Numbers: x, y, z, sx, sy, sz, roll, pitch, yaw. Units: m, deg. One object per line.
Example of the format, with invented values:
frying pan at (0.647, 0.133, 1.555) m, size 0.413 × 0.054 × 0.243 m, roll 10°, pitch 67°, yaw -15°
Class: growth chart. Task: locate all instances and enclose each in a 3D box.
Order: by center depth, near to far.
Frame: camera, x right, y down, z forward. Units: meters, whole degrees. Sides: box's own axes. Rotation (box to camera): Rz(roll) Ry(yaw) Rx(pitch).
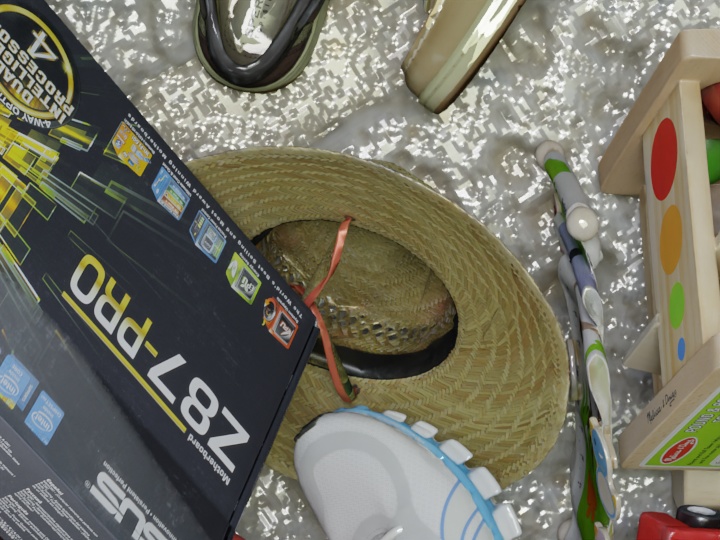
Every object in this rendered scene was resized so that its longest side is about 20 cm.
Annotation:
growth chart at (0.092, 0.054, 0.842) m, size 0.018 × 0.145 × 0.201 m, roll -4°, pitch 101°, yaw 0°

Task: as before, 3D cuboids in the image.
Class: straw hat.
straw hat at (0.000, 0.000, 0.842) m, size 0.201 × 0.085 × 0.201 m, roll 13°, pitch 133°, yaw 15°

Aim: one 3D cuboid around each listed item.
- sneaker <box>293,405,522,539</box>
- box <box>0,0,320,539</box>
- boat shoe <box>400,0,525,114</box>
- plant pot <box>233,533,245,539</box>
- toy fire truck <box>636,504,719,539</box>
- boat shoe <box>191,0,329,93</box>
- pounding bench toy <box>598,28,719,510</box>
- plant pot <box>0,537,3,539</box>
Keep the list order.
sneaker at (0.030, 0.140, 0.792) m, size 0.200 × 0.087 × 0.075 m, roll 52°, pitch 130°, yaw 16°
box at (-0.109, 0.007, 0.722) m, size 0.049 × 0.161 × 0.200 m, roll -23°, pitch 117°, yaw 34°
boat shoe at (0.058, -0.161, 0.845) m, size 0.063 × 0.073 × 0.200 m, roll 25°, pitch 83°, yaw -3°
plant pot at (-0.075, 0.193, 0.824) m, size 0.177 × 0.200 × 0.201 m, roll 26°, pitch 94°, yaw -19°
toy fire truck at (0.181, 0.138, 0.831) m, size 0.200 × 0.141 × 0.049 m, roll 6°, pitch 98°, yaw -22°
boat shoe at (-0.025, -0.170, 0.831) m, size 0.073 × 0.065 × 0.200 m, roll 7°, pitch 96°, yaw -7°
pounding bench toy at (0.168, 0.003, 0.860) m, size 0.124 × 0.200 × 0.156 m, roll 2°, pitch 67°, yaw -10°
plant pot at (-0.219, 0.119, 0.723) m, size 0.200 × 0.200 × 0.183 m, roll 22°, pitch 59°, yaw -10°
